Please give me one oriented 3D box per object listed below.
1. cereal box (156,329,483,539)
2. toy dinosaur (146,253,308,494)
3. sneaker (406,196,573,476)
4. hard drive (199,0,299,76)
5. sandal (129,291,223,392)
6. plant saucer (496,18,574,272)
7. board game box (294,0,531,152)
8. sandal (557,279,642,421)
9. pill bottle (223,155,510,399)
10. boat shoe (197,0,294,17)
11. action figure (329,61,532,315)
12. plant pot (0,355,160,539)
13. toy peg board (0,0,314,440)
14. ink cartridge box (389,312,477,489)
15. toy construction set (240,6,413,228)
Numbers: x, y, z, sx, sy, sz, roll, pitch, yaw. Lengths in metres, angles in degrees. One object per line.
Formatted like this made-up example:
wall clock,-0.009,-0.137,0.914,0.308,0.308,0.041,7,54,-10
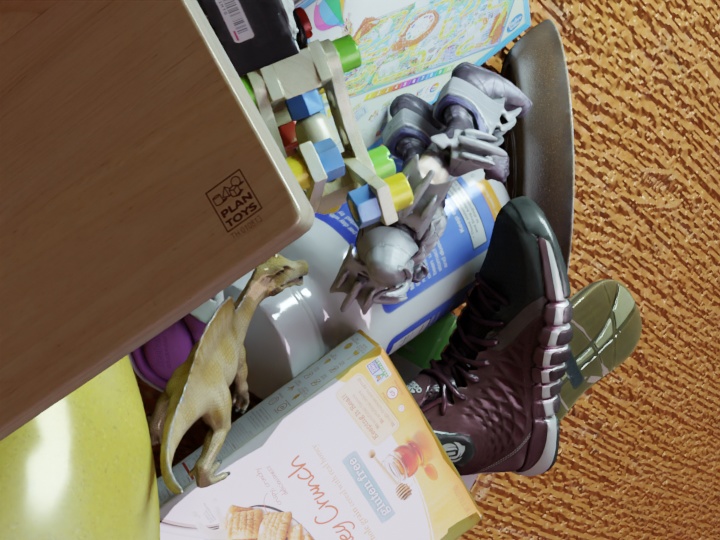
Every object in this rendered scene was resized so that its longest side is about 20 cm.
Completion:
cereal box,-0.040,0.151,0.857,0.199,0.039,0.145,-37,116,-9
toy dinosaur,-0.088,0.065,0.771,0.201,0.058,0.102,-64,173,-49
sneaker,0.069,0.056,0.906,0.114,0.076,0.202,-10,118,-14
hard drive,-0.078,-0.203,0.636,0.037,0.201,0.140,-20,138,4
sandal,-0.117,0.010,0.811,0.204,0.081,0.050,78,21,-44
plant saucer,0.118,-0.072,0.996,0.032,0.201,0.202,-2,125,-1
board game box,0.029,-0.167,0.914,0.200,0.034,0.135,-40,139,-27
sandal,0.122,0.070,1.026,0.199,0.054,0.081,-31,103,-30
pill bottle,0.000,0.000,0.926,0.199,0.112,0.113,-31,135,-33
boat shoe,-0.037,-0.195,0.807,0.200,0.072,0.068,-41,178,-35
action figure,0.040,-0.048,0.827,0.130,0.069,0.201,-43,-165,37
plant pot,-0.186,0.087,0.722,0.200,0.198,0.144,38,57,-53
toy peg board,-0.135,-0.051,0.629,0.199,0.201,0.098,-33,170,14
ink cartridge box,0.027,0.126,1.065,0.145,0.084,0.201,32,87,-54
toy construction set,-0.044,-0.072,0.792,0.091,0.200,0.132,-24,92,-26
